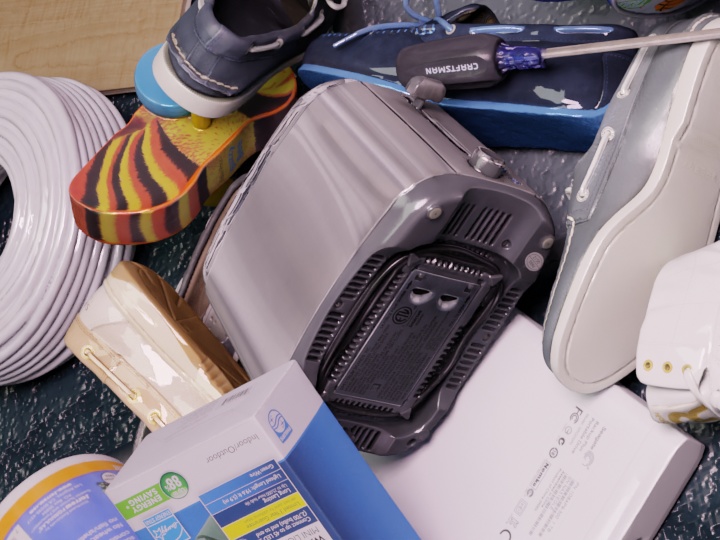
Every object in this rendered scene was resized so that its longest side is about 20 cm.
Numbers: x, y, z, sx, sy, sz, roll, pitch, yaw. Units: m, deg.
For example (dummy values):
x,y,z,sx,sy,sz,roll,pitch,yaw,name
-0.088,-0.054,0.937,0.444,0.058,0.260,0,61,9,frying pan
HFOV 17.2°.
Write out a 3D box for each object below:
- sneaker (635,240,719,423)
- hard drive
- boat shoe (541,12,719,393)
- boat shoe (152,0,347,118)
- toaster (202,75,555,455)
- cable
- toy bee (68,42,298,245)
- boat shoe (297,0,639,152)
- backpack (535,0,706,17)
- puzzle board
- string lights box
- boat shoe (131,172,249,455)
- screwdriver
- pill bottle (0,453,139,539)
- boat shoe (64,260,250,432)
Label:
x,y,z,sx,sy,sz,roll,pitch,yaw,name
0.188,0.067,1.096,0.115,0.074,0.201,-26,49,34,sneaker
0.070,0.094,1.215,0.200,0.027,0.132,37,100,42,hard drive
0.137,-0.035,1.178,0.062,0.073,0.201,21,85,52,boat shoe
-0.050,-0.155,1.317,0.075,0.200,0.062,42,128,2,boat shoe
0.000,0.000,1.216,0.201,0.113,0.129,-58,42,23,toaster
-0.225,-0.028,1.483,0.199,0.069,0.202,-2,77,41,cable
-0.077,-0.093,1.357,0.108,0.131,0.201,23,84,14,toy bee
0.063,-0.107,1.273,0.199,0.084,0.069,12,74,27,boat shoe
0.142,-0.210,1.168,0.190,0.199,0.155,-33,68,32,backpack
-0.177,-0.182,1.541,0.199,0.017,0.152,-2,72,40,puzzle board
-0.022,0.154,1.169,0.102,0.201,0.059,-28,14,31,string lights box
-0.085,0.037,1.348,0.074,0.060,0.201,37,100,41,boat shoe
0.105,-0.105,1.179,0.199,0.028,0.029,2,80,33,screwdriver
-0.113,0.196,1.278,0.200,0.112,0.112,39,101,38,pill bottle
-0.085,0.089,1.288,0.069,0.074,0.200,-42,76,12,boat shoe
